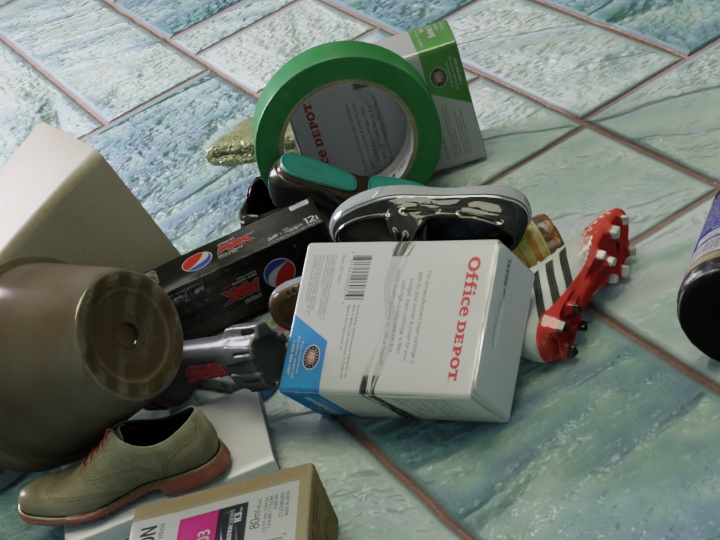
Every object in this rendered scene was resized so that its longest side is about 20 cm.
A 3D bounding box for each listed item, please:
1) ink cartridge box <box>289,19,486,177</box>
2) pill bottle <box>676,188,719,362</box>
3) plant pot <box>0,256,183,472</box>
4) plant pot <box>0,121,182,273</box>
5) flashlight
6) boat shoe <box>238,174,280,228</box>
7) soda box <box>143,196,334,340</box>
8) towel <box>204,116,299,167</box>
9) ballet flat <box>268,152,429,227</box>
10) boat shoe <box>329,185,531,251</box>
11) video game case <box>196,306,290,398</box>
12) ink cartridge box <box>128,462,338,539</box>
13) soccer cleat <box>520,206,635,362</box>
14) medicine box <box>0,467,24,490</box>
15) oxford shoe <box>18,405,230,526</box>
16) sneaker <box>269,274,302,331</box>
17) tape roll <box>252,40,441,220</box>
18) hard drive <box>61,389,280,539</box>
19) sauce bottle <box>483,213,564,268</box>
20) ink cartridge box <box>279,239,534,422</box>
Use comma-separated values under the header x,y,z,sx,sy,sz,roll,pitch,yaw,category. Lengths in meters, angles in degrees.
x,y,z,sx,sy,sz,roll,pitch,yaw,category
0.024,-0.174,1.809,0.199,0.146,0.084,-17,28,2,ink cartridge box
0.346,-0.018,1.396,0.112,0.112,0.200,-3,36,30,pill bottle
-0.258,0.073,1.467,0.173,0.200,0.200,-16,26,45,plant pot
-0.320,-0.015,1.746,0.177,0.200,0.200,-42,29,-12,plant pot
-0.143,0.095,1.533,0.200,0.068,0.068,-8,61,47,flashlight
-0.093,-0.081,1.826,0.072,0.068,0.200,-11,27,18,boat shoe
-0.122,0.003,1.667,0.199,0.071,0.063,-24,31,-4,soda box
-0.077,-0.165,1.952,0.199,0.037,0.148,-7,17,19,towel
-0.002,-0.071,1.727,0.199,0.069,0.068,16,37,-4,ballet flat
0.061,-0.041,1.534,0.199,0.069,0.057,-6,37,20,boat shoe
-0.128,0.067,1.661,0.200,0.018,0.143,7,40,40,video game case
-0.105,0.257,1.286,0.164,0.075,0.200,-15,31,10,ink cartridge box
0.189,0.008,1.504,0.085,0.069,0.200,7,45,33,soccer cleat
-0.402,0.138,1.638,0.182,0.103,0.200,-36,34,-23,medicine box
-0.220,0.168,1.447,0.199,0.075,0.071,-19,30,5,oxford shoe
0.000,0.000,1.621,0.199,0.070,0.109,-13,33,-8,sneaker
-0.015,-0.145,1.743,0.200,0.201,0.048,-20,30,3,tape roll
-0.177,0.183,1.498,0.199,0.027,0.132,-23,30,0,hard drive
0.100,0.014,1.554,0.200,0.066,0.066,-28,31,-7,sauce bottle
0.042,0.054,1.450,0.199,0.084,0.146,1,69,31,ink cartridge box
